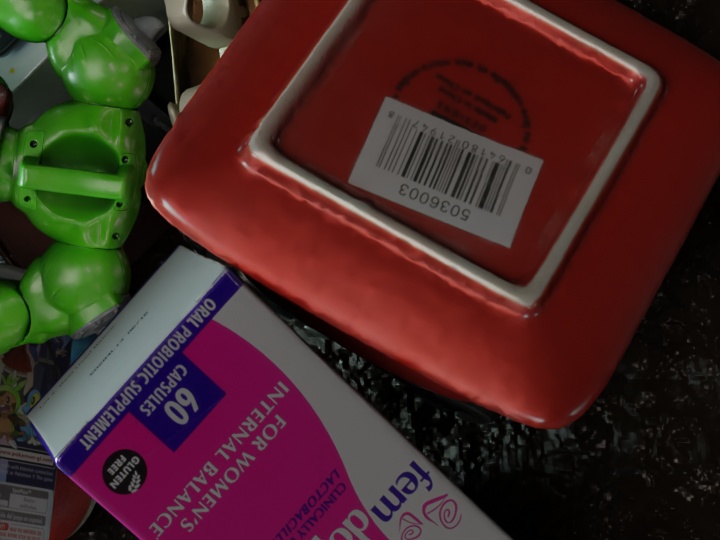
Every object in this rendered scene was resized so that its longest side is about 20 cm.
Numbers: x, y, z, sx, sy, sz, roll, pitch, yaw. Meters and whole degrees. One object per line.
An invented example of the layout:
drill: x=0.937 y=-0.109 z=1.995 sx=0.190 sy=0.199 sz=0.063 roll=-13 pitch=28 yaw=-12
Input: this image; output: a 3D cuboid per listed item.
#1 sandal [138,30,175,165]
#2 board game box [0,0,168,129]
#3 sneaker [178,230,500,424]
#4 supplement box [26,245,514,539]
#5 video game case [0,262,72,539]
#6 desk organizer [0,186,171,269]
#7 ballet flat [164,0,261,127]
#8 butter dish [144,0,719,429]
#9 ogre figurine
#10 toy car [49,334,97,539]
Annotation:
sandal: x=-0.087 y=-0.092 z=0.943 sx=0.076 sy=0.043 sz=0.201 roll=-31 pitch=66 yaw=-2
board game box: x=-0.201 y=-0.154 z=0.950 sx=0.148 sy=0.064 sz=0.200 roll=-44 pitch=67 yaw=3
sneaker: x=0.000 y=0.000 z=0.941 sx=0.199 sy=0.075 sz=0.080 roll=28 pitch=83 yaw=22
supplement box: x=-0.027 y=0.096 z=0.799 sx=0.200 sy=0.103 sz=0.101 roll=44 pitch=83 yaw=-16
video game case: x=-0.225 y=0.074 z=0.875 sx=0.023 sy=0.199 sz=0.183 roll=-10 pitch=70 yaw=48
desk organizer: x=-0.181 y=-0.085 z=1.009 sx=0.077 sy=0.072 sz=0.200 roll=-42 pitch=77 yaw=20
ballet flat: x=-0.066 y=-0.095 z=0.863 sx=0.068 sy=0.063 sz=0.201 roll=-6 pitch=95 yaw=30
butter dish: x=0.031 y=-0.029 z=0.825 sx=0.199 sy=0.200 sz=0.148 roll=29 pitch=151 yaw=7
ogre figurine: x=-0.151 y=-0.044 z=0.842 sx=0.119 sy=0.098 sz=0.201 roll=9 pitch=79 yaw=4
toy car: x=-0.241 y=0.095 z=0.974 sx=0.176 sy=0.200 sz=0.185 roll=26 pitch=105 yaw=13
